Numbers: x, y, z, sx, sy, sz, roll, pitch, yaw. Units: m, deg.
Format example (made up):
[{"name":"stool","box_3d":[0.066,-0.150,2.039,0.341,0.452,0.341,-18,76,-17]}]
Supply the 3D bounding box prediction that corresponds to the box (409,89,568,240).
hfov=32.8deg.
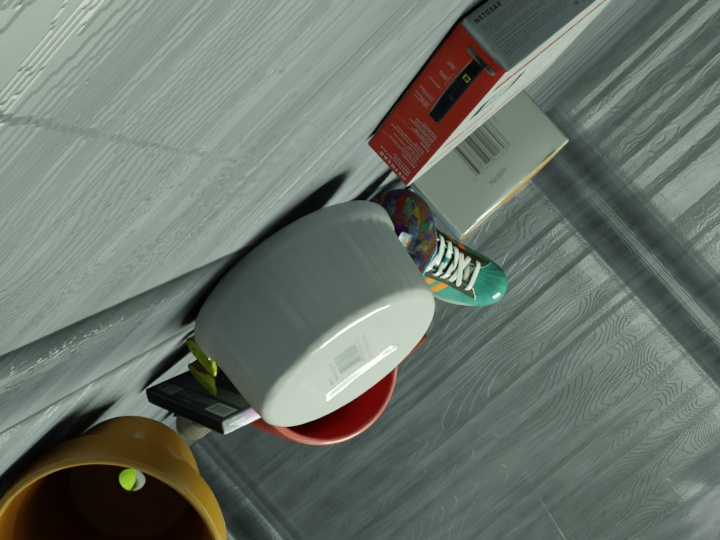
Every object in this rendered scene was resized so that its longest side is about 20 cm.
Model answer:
[{"name":"box","box_3d":[0.133,-0.123,1.358,0.152,0.106,0.200,-43,177,3]}]

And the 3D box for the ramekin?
[{"name":"ramekin","box_3d":[-0.032,0.043,1.041,0.200,0.098,0.201,-32,158,-14]}]

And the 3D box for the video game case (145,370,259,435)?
[{"name":"video game case","box_3d":[-0.097,0.104,1.239,0.199,0.019,0.142,-22,-159,-35]}]

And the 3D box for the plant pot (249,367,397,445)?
[{"name":"plant pot","box_3d":[-0.076,0.125,1.525,0.200,0.201,0.177,-41,-175,-25]}]

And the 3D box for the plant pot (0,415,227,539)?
[{"name":"plant pot","box_3d":[-0.213,0.219,1.072,0.200,0.200,0.183,-43,-167,8]}]

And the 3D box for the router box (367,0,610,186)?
[{"name":"router box","box_3d":[0.115,-0.171,0.941,0.200,0.049,0.180,-41,177,-31]}]

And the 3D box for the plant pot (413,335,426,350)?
[{"name":"plant pot","box_3d":[-0.022,0.098,1.839,0.200,0.176,0.200,-40,176,-34]}]

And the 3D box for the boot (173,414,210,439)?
[{"name":"boot","box_3d":[-0.189,0.164,1.767,0.200,0.070,0.146,-40,-177,-19]}]

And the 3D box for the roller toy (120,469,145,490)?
[{"name":"roller toy","box_3d":[-0.304,0.304,1.375,0.182,0.140,0.200,-41,178,-10]}]

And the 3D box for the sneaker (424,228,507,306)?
[{"name":"sneaker","box_3d":[0.082,-0.013,1.423,0.080,0.199,0.072,139,-26,-85]}]

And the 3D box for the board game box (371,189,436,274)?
[{"name":"board game box","box_3d":[0.000,0.000,1.313,0.201,0.039,0.158,-61,-146,10]}]

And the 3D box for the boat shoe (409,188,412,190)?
[{"name":"boat shoe","box_3d":[0.137,-0.132,1.691,0.200,0.066,0.070,-42,177,-22]}]

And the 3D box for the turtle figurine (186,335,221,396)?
[{"name":"turtle figurine","box_3d":[-0.092,0.044,1.181,0.161,0.065,0.200,-35,173,-24]}]
